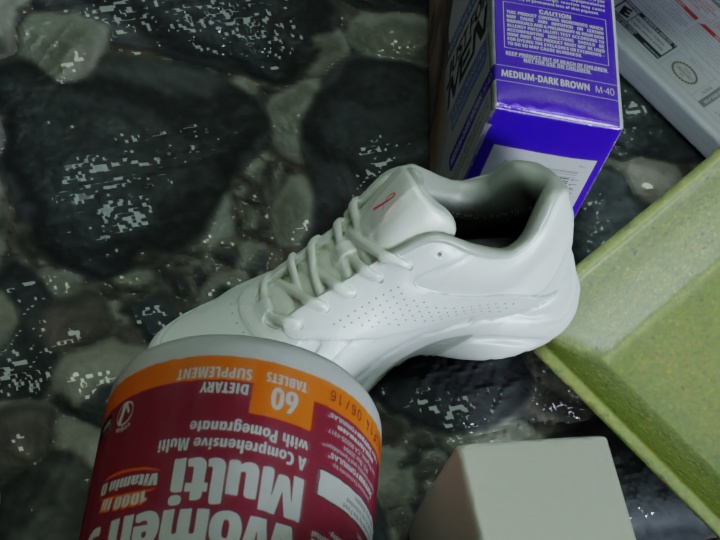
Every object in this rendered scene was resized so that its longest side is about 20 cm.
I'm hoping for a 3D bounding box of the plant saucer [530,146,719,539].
[{"bbox_3d":[0.204,0.035,0.834,0.199,0.048,0.200,-38,60,-9],"label":"plant saucer"}]

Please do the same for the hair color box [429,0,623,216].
[{"bbox_3d":[0.073,-0.116,0.904,0.064,0.109,0.201,10,54,-10],"label":"hair color box"}]

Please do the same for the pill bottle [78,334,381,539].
[{"bbox_3d":[-0.053,0.133,0.694,0.109,0.110,0.201,13,54,-9],"label":"pill bottle"}]

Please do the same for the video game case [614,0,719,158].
[{"bbox_3d":[0.226,-0.126,1.017,0.200,0.018,0.143,-33,71,-32],"label":"video game case"}]

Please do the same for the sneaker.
[{"bbox_3d":[0.000,0.000,0.796,0.199,0.100,0.078,-21,51,-18],"label":"sneaker"}]

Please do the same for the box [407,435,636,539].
[{"bbox_3d":[0.077,0.169,0.730,0.068,0.082,0.201,-2,59,-18],"label":"box"}]
